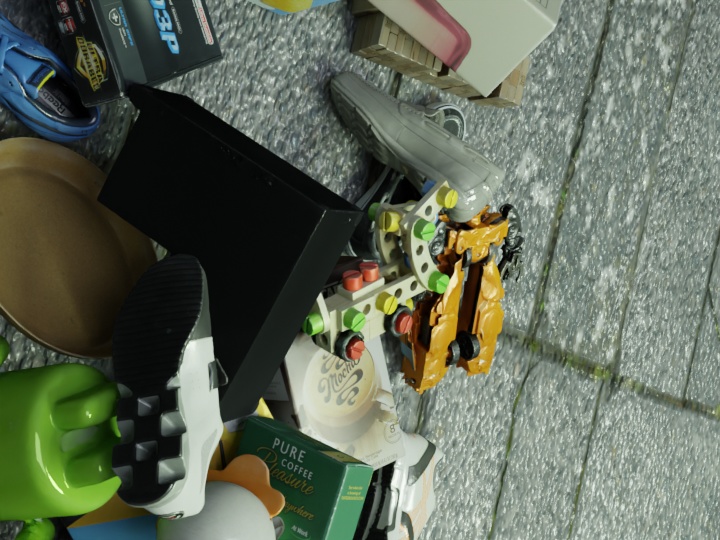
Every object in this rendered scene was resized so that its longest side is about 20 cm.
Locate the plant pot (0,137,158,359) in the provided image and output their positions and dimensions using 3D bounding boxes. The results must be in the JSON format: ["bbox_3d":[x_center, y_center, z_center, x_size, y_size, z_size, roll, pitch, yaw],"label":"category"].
[{"bbox_3d":[-0.248,-0.015,1.013,0.199,0.027,0.202,36,38,-33],"label":"plant pot"}]

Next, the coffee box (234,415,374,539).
[{"bbox_3d":[-0.069,0.236,1.022,0.044,0.122,0.203,15,91,-50],"label":"coffee box"}]

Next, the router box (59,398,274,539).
[{"bbox_3d":[-0.157,0.192,1.082,0.199,0.051,0.150,-31,105,-10],"label":"router box"}]

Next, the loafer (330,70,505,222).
[{"bbox_3d":[0.052,-0.129,1.186,0.070,0.070,0.200,-42,73,-15],"label":"loafer"}]

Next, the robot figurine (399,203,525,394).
[{"bbox_3d":[0.096,0.020,1.241,0.144,0.058,0.203,-12,120,-34],"label":"robot figurine"}]

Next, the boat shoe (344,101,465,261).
[{"bbox_3d":[0.055,-0.092,1.242,0.200,0.068,0.074,-49,116,-22],"label":"boat shoe"}]

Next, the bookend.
[{"bbox_3d":[-0.135,-0.014,1.015,0.202,0.197,0.092,-61,163,11],"label":"bookend"}]

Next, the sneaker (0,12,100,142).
[{"bbox_3d":[-0.293,-0.178,0.998,0.200,0.078,0.066,39,73,-27],"label":"sneaker"}]

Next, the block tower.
[{"bbox_3d":[0.080,-0.222,1.263,0.198,0.054,0.059,18,81,-33],"label":"block tower"}]

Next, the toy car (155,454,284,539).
[{"bbox_3d":[-0.141,0.231,0.968,0.201,0.175,0.185,-62,150,-31],"label":"toy car"}]

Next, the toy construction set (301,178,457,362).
[{"bbox_3d":[0.000,0.000,1.099,0.198,0.092,0.133,-15,121,-26],"label":"toy construction set"}]

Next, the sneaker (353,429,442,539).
[{"bbox_3d":[0.039,0.260,1.242,0.079,0.073,0.203,16,83,-35],"label":"sneaker"}]

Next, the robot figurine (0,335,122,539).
[{"bbox_3d":[-0.262,0.136,0.970,0.115,0.198,0.178,-24,103,-60],"label":"robot figurine"}]

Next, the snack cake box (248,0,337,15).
[{"bbox_3d":[-0.034,-0.305,1.094,0.067,0.199,0.117,17,83,-33],"label":"snack cake box"}]

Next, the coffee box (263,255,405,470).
[{"bbox_3d":[-0.040,0.097,1.177,0.112,0.079,0.203,-19,102,-32],"label":"coffee box"}]

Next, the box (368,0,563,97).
[{"bbox_3d":[0.088,-0.288,1.178,0.199,0.109,0.128,38,38,-13],"label":"box"}]

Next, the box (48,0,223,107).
[{"bbox_3d":[-0.202,-0.254,1.036,0.159,0.045,0.203,-37,114,-58],"label":"box"}]

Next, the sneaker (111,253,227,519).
[{"bbox_3d":[-0.141,0.090,0.937,0.089,0.073,0.203,50,39,-59],"label":"sneaker"}]
